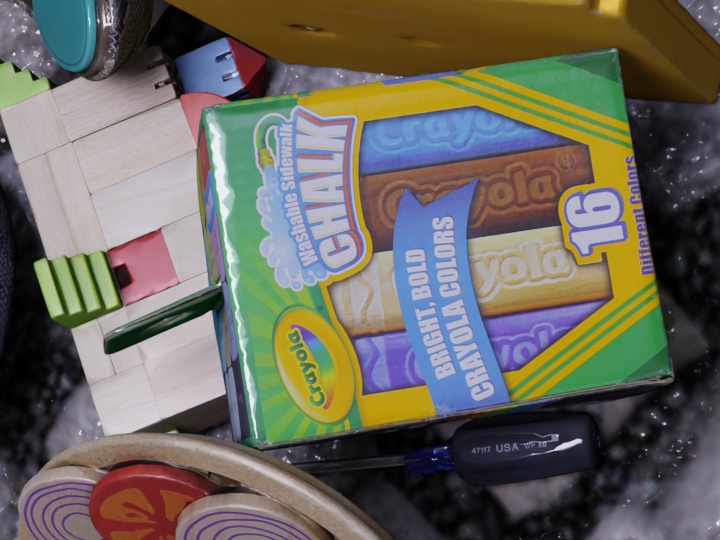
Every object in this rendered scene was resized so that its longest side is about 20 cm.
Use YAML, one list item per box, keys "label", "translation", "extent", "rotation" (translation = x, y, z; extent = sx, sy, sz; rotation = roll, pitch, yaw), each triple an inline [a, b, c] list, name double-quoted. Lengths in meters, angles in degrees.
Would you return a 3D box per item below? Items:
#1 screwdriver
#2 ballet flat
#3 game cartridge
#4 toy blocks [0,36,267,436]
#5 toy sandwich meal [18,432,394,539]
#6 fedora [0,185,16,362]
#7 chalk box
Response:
- label: "screwdriver"
  translation: [0.005, 0.084, 0.880]
  extent: [0.198, 0.028, 0.029]
  rotation: [-12, 108, 22]
- label: "ballet flat"
  translation: [-0.122, -0.134, 0.903]
  extent: [0.200, 0.075, 0.068]
  rotation: [36, 124, 51]
- label: "game cartridge"
  translation: [0.026, -0.103, 0.811]
  extent: [0.198, 0.176, 0.033]
  rotation: [7, 86, 22]
- label: "toy blocks"
  translation: [-0.062, -0.020, 0.892]
  extent: [0.136, 0.100, 0.202]
  rotation: [-22, 76, 6]
- label: "toy sandwich meal"
  translation: [-0.048, 0.148, 0.757]
  extent: [0.203, 0.070, 0.206]
  rotation: [17, 134, 18]
- label: "fedora"
  translation: [-0.201, 0.015, 0.922]
  extent: [0.091, 0.200, 0.203]
  rotation: [8, 86, -13]
- label: "chalk box"
  translation: [0.000, 0.000, 0.794]
  extent: [0.198, 0.125, 0.125]
  rotation: [-7, 85, -8]
